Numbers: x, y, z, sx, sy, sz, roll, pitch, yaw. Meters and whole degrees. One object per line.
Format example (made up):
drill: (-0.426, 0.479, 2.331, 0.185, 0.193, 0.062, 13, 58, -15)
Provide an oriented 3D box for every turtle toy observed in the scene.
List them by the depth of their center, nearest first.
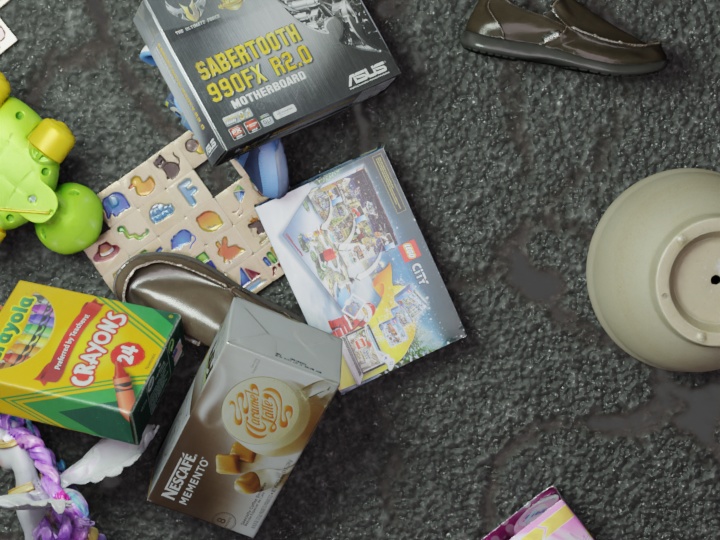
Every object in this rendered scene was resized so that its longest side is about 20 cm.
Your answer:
turtle toy: (-0.327, -0.088, 1.642, 0.200, 0.101, 0.146, 39, 92, -6)

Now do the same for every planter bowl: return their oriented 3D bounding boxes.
planter bowl: (0.322, 0.005, 1.663, 0.199, 0.135, 0.201, 0, 95, -2)

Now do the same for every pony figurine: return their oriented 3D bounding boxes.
pony figurine: (-0.281, 0.221, 1.640, 0.166, 0.193, 0.201, -27, 108, -44)

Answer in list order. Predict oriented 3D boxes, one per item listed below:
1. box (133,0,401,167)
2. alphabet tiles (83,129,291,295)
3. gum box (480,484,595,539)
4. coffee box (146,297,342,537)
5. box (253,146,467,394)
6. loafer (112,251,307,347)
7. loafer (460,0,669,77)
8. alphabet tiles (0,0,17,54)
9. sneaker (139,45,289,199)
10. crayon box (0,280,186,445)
box: (-0.084, -0.205, 1.615, 0.200, 0.048, 0.159, -25, 84, -27)
alphabet tiles: (-0.159, -0.038, 1.702, 0.200, 0.008, 0.167, -35, 96, 1)
gum box: (0.148, 0.319, 1.715, 0.200, 0.066, 0.114, -38, 96, 1)
coffee box: (-0.108, 0.139, 1.637, 0.114, 0.080, 0.200, 23, 120, -13)
box: (0.000, 0.000, 1.692, 0.136, 0.038, 0.201, -25, 98, -2)
loafer: (-0.137, 0.038, 1.669, 0.199, 0.071, 0.073, 20, 97, -9)
loafer: (0.197, -0.226, 1.667, 0.199, 0.073, 0.072, 9, 96, -3)
alphabet tiles: (-0.426, -0.266, 1.670, 0.166, 0.006, 0.200, -39, 96, 1)
sneaker: (-0.134, -0.148, 1.651, 0.082, 0.074, 0.200, -29, 84, -17)
crayon box: (-0.277, 0.080, 1.625, 0.199, 0.127, 0.051, 11, 137, 13)
